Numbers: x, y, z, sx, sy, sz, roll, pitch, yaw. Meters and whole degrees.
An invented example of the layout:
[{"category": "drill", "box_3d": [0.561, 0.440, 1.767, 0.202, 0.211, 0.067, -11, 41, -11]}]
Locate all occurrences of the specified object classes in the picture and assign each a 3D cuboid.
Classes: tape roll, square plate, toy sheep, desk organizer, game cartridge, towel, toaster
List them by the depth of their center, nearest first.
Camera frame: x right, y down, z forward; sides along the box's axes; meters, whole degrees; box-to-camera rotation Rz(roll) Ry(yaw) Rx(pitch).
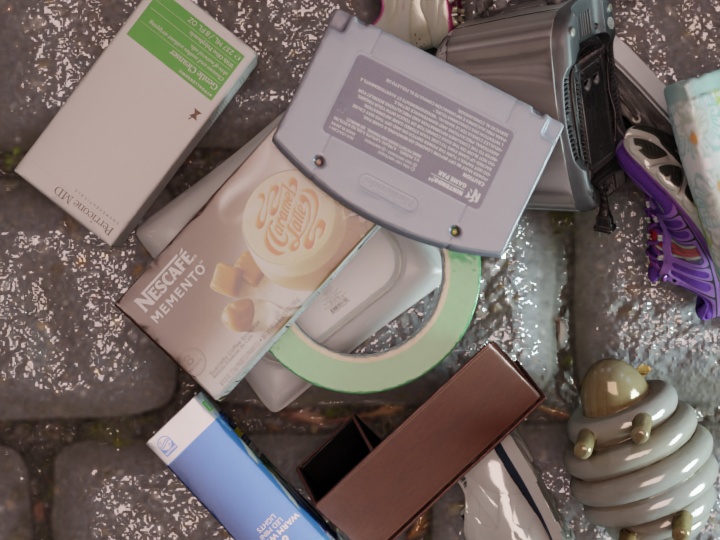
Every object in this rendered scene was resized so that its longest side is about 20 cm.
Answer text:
[{"category": "game cartridge", "box_3d": [0.040, -0.097, 1.452, 0.199, 0.041, 0.134, 27, 82, 0]}, {"category": "towel", "box_3d": [0.318, -0.082, 1.534, 0.048, 0.199, 0.173, -19, 90, 35]}, {"category": "toaster", "box_3d": [0.141, -0.127, 1.542, 0.128, 0.114, 0.202, 1, 112, 31]}, {"category": "toy sheep", "box_3d": [0.232, 0.165, 1.555, 0.137, 0.138, 0.202, -19, 101, 0]}, {"category": "desk organizer", "box_3d": [0.048, 0.135, 1.560, 0.200, 0.072, 0.077, -43, 118, 4]}, {"category": "tape roll", "box_3d": [0.000, 0.000, 1.568, 0.198, 0.048, 0.203, 0, 90, 0]}, {"category": "square plate", "box_3d": [-0.056, -0.017, 1.605, 0.199, 0.028, 0.199, -38, 89, 0]}]

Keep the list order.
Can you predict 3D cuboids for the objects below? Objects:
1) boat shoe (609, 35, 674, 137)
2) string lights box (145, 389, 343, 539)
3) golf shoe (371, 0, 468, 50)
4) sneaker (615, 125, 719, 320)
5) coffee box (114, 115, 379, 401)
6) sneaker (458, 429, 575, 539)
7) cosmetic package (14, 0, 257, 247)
[{"category": "boat shoe", "box_3d": [0.219, -0.146, 1.588, 0.200, 0.069, 0.057, 45, 90, -2]}, {"category": "string lights box", "box_3d": [-0.086, 0.193, 1.566, 0.059, 0.103, 0.200, -43, 90, -1]}, {"category": "golf shoe", "box_3d": [0.034, -0.280, 1.587, 0.091, 0.075, 0.202, -9, 81, 17]}, {"category": "sneaker", "box_3d": [0.260, -0.030, 1.554, 0.083, 0.081, 0.200, -27, 119, 22]}, {"category": "coffee box", "box_3d": [-0.085, -0.008, 1.503, 0.114, 0.080, 0.200, 43, 89, 1]}, {"category": "sneaker", "box_3d": [0.136, 0.229, 1.588, 0.080, 0.076, 0.201, -28, 82, 7]}, {"category": "cosmetic package", "box_3d": [-0.184, -0.129, 1.577, 0.107, 0.085, 0.201, 36, 88, -2]}]
